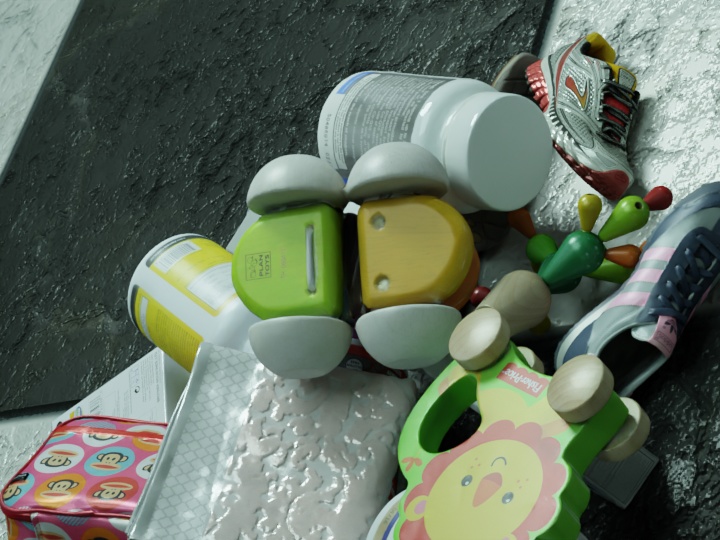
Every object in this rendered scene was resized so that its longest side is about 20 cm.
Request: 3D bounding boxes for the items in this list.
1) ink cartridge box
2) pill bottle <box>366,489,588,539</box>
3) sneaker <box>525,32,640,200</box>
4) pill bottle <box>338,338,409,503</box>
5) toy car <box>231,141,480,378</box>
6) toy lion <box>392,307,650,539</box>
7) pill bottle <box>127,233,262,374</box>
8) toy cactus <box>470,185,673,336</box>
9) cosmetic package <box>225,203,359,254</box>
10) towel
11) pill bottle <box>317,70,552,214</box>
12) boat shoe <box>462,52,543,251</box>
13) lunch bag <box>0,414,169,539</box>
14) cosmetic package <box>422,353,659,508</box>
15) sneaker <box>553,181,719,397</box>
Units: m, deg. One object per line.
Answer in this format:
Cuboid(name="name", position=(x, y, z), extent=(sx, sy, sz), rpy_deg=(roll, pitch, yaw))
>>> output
Cuboid(name="ink cartridge box", position=(-0.235, 0.183, 1.713), extent=(0.199, 0.076, 0.137), rpy_deg=(-33, 43, 25))
Cuboid(name="pill bottle", position=(0.100, 0.224, 1.235), extent=(0.199, 0.116, 0.116), rpy_deg=(7, 65, 53))
Cuboid(name="sneaker", position=(0.199, -0.139, 1.489), extent=(0.082, 0.078, 0.201), rpy_deg=(-37, 37, 20))
Cuboid(name="pill bottle", position=(-0.024, 0.164, 1.444), extent=(0.115, 0.116, 0.201), rpy_deg=(-24, 44, 36))
Cuboid(name="toy car", position=(0.000, 0.000, 1.403), extent=(0.199, 0.150, 0.176), rpy_deg=(-6, 75, 12))
Cuboid(name="toy lion", position=(0.090, 0.136, 1.203), extent=(0.192, 0.069, 0.200), rpy_deg=(-48, 32, -9))
Cuboid(name="pill bottle", position=(-0.119, 0.053, 1.594), extent=(0.200, 0.112, 0.112), rpy_deg=(34, 86, 42))
Cuboid(name="toy cactus", position=(0.145, 0.000, 1.373), extent=(0.200, 0.103, 0.165), rpy_deg=(-27, 4, 46))
Cuboid(name="cosmetic package", position=(-0.014, -0.008, 1.560), extent=(0.200, 0.090, 0.107), rpy_deg=(35, 91, 39))
Cuboid(name="towel", position=(-0.067, 0.153, 1.363), extent=(0.190, 0.032, 0.201), rpy_deg=(11, 55, 12))
Cuboid(name="pill bottle", position=(0.063, -0.108, 1.477), extent=(0.200, 0.114, 0.114), rpy_deg=(14, 70, 53))
Cuboid(name="boat shoe", position=(0.112, -0.110, 1.573), extent=(0.072, 0.076, 0.201), rpy_deg=(-2, 56, 52))
Cuboid(name="lunch bag", position=(-0.184, 0.185, 1.463), extent=(0.199, 0.082, 0.176), rpy_deg=(3, 28, 20))
Cuboid(name="cosmetic package", position=(0.133, 0.109, 1.334), extent=(0.051, 0.082, 0.200), rpy_deg=(-53, 33, -3))
Cuboid(name="sneaker", position=(0.230, 0.026, 1.298), extent=(0.200, 0.070, 0.082), rpy_deg=(-53, 21, 10))
